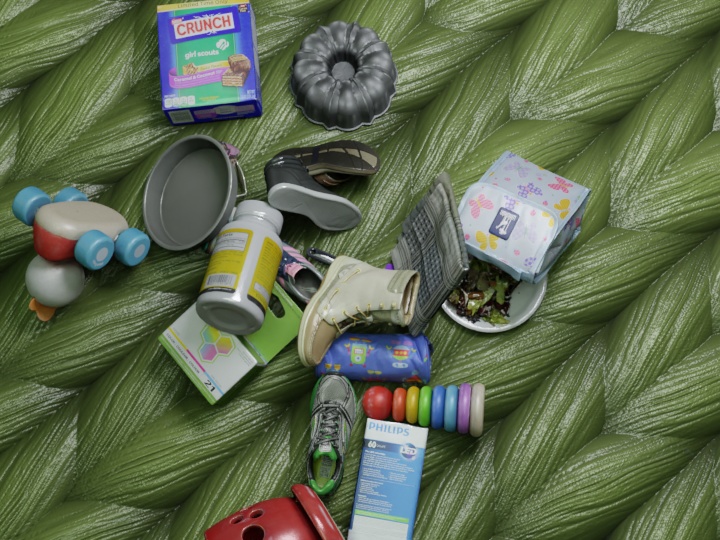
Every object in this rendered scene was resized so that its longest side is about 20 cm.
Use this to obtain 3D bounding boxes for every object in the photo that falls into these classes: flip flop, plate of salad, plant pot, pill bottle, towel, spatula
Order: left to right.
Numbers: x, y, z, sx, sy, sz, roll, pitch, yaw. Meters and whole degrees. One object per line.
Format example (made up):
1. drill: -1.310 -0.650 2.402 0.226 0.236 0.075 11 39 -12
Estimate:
1. pill bottle: -0.185 -0.009 1.629 0.110 0.112 0.202 12 59 4
2. plant pot: -0.115 0.434 1.536 0.182 0.201 0.201 -32 77 -11
3. flip flop: -0.060 -0.177 1.762 0.198 0.058 0.082 -5 42 14
4. spatula: 0.000 0.000 1.733 0.198 0.021 0.057 19 64 8
5. towel: 0.106 -0.028 1.635 0.034 0.193 0.202 8 52 -21
6. plate of salad: 0.218 0.003 1.717 0.198 0.048 0.202 0 76 0

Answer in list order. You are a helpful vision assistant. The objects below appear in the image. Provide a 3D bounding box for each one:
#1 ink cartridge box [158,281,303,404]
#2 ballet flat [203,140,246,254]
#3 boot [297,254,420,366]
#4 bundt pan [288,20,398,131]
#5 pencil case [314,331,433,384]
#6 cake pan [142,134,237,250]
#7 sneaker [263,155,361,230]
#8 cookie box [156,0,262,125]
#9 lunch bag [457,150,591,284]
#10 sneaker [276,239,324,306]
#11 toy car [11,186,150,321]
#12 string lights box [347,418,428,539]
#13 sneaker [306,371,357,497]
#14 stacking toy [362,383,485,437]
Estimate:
1. ink cartridge box: -0.206 0.098 1.666 0.200 0.076 0.148 -43 79 3
2. ballet flat: -0.230 -0.125 1.752 0.070 0.069 0.202 7 74 -23
3. boot: -0.002 0.071 1.600 0.153 0.072 0.201 11 59 26
4. bundt pan: -0.031 -0.352 1.797 0.199 0.076 0.204 0 76 1
5. pencil case: 0.022 0.139 1.668 0.198 0.078 0.088 2 86 1
6. cake pan: -0.284 -0.128 1.718 0.199 0.037 0.203 -10 72 32
7. sneaker: -0.081 -0.135 1.713 0.071 0.199 0.100 -44 47 29
8. cookie box: -0.267 -0.372 1.804 0.169 0.075 0.202 -6 75 0
9. lunch bag: 0.255 -0.081 1.653 0.169 0.128 0.200 29 53 22
10. sneaker: -0.120 -0.008 1.706 0.199 0.082 0.070 36 79 9
11. toy car: -0.487 -0.010 1.698 0.183 0.176 0.201 31 107 21
12. string lights box: 0.043 0.346 1.626 0.102 0.059 0.202 10 76 3
13. sneaker: -0.045 0.262 1.621 0.077 0.085 0.202 4 86 -1
14. stacking toy: 0.101 0.219 1.655 0.198 0.085 0.086 4 76 9
